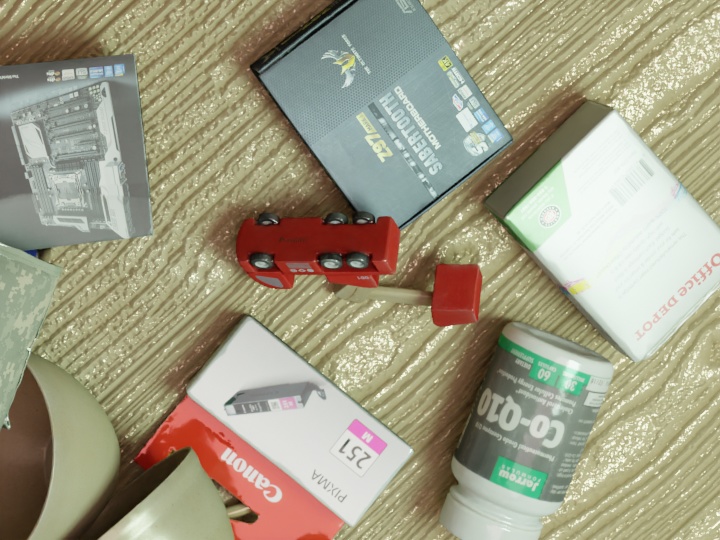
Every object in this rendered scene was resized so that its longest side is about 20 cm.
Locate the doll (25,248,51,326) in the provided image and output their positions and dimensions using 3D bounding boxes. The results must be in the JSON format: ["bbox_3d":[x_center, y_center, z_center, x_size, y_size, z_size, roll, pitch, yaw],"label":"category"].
[{"bbox_3d":[-0.373,0.009,1.619,0.199,0.048,0.137,6,80,-12],"label":"doll"}]

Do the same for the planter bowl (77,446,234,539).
[{"bbox_3d":[-0.187,0.270,1.629,0.200,0.200,0.135,-38,95,-3],"label":"planter bowl"}]

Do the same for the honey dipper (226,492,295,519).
[{"bbox_3d":[-0.075,0.210,1.743,0.199,0.038,0.038,-16,105,-6],"label":"honey dipper"}]

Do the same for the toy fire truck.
[{"bbox_3d":[0.000,0.000,1.683,0.199,0.141,0.049,-1,64,18],"label":"toy fire truck"}]

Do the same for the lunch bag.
[{"bbox_3d":[-0.349,0.039,1.484,0.200,0.117,0.165,26,82,-38],"label":"lunch bag"}]

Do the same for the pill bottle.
[{"bbox_3d":[0.152,0.160,1.742,0.113,0.113,0.201,18,97,-16],"label":"pill bottle"}]

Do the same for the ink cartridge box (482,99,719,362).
[{"bbox_3d":[0.236,-0.036,1.733,0.145,0.088,0.200,-45,106,0],"label":"ink cartridge box"}]

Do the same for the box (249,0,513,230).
[{"bbox_3d":[0.020,-0.150,1.677,0.157,0.051,0.200,-37,108,-2],"label":"box"}]

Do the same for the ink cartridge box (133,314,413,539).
[{"bbox_3d":[-0.081,0.168,1.704,0.200,0.044,0.174,39,88,-5],"label":"ink cartridge box"}]

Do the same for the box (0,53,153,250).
[{"bbox_3d":[-0.284,-0.097,1.582,0.199,0.050,0.159,-6,96,-14],"label":"box"}]

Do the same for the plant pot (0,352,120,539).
[{"bbox_3d":[-0.289,0.167,1.621,0.134,0.200,0.201,12,102,-52],"label":"plant pot"}]
